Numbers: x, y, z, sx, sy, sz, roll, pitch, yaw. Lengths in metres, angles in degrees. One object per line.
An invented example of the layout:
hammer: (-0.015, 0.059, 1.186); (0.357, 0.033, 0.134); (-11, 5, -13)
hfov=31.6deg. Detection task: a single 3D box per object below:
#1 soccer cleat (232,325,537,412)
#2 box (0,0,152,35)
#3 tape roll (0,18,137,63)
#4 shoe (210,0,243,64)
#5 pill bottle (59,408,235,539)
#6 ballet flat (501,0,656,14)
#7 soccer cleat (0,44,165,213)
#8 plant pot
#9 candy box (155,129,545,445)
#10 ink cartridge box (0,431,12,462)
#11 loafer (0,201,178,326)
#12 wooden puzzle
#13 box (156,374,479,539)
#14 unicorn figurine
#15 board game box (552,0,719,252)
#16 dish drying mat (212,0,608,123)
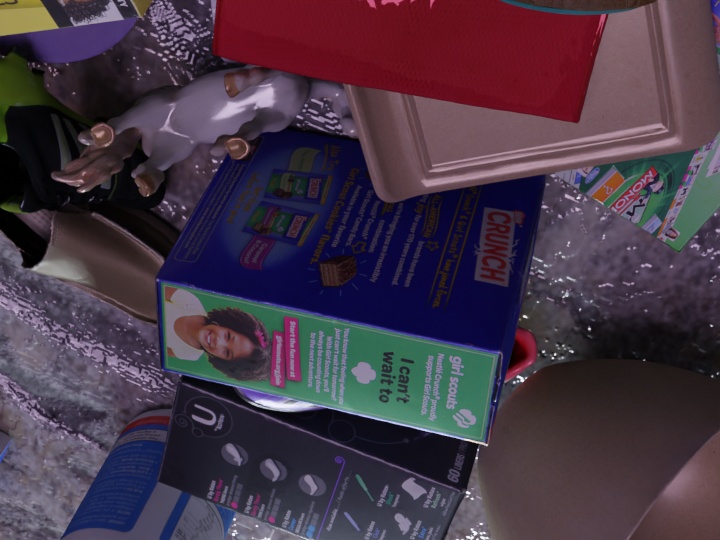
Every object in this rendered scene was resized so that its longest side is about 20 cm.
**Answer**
soccer cleat: (0.016, 0.051, 0.801); (0.198, 0.069, 0.073); (-1, 174, -25)
box: (-0.198, -0.163, 0.655); (0.198, 0.050, 0.076); (0, 138, 27)
tape roll: (-0.189, -0.218, 0.694); (0.198, 0.085, 0.201); (13, 140, 12)
shoe: (-0.038, -0.195, 0.696); (0.090, 0.072, 0.201); (-1, 140, -3)
pill bottle: (-0.165, 0.208, 0.947); (0.111, 0.201, 0.113); (9, 127, 12)
ballet flat: (0.055, -0.170, 0.593); (0.198, 0.068, 0.073); (12, 150, 3)
soccer cleat: (-0.190, -0.066, 0.786); (0.067, 0.082, 0.200); (9, 166, 26)
plant pot: (0.154, 0.135, 0.819); (0.134, 0.199, 0.202); (36, 136, 32)
candy box: (0.000, 0.000, 0.763); (0.198, 0.170, 0.078); (11, 131, 11)
ink cartridge box: (-0.401, 0.132, 1.067); (0.199, 0.044, 0.094); (31, 126, -5)
loafer: (-0.197, -0.020, 0.877); (0.199, 0.068, 0.076); (36, 128, -9)
wooden puzzle: (0.084, -0.136, 0.679); (0.198, 0.037, 0.186); (-11, 122, 11)
box: (-0.022, 0.107, 0.877); (0.198, 0.123, 0.107); (20, 129, 2)
unicorn figurine: (-0.070, -0.090, 0.739); (0.198, 0.137, 0.075); (3, 108, 13)
board game box: (0.182, -0.116, 0.710); (0.134, 0.029, 0.200); (30, 128, -6)
dish drying mat: (0.024, -0.127, 0.657); (0.198, 0.018, 0.077); (9, 124, -3)
